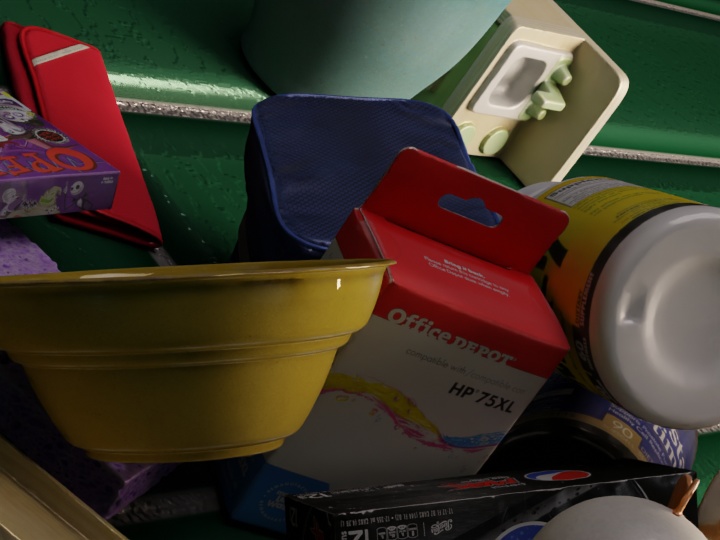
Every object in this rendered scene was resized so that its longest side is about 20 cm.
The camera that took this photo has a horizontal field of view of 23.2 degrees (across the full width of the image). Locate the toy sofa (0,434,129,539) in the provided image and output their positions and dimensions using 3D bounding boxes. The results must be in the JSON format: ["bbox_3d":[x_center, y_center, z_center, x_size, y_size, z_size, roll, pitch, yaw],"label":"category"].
[{"bbox_3d":[-0.149,0.119,0.722,0.200,0.098,0.083,38,1,5],"label":"toy sofa"}]

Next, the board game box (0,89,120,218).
[{"bbox_3d":[-0.237,-0.060,0.906,0.120,0.032,0.199,37,28,31],"label":"board game box"}]

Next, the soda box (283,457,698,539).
[{"bbox_3d":[0.067,0.135,0.859,0.198,0.064,0.071,-4,2,-22],"label":"soda box"}]

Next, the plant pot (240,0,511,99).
[{"bbox_3d":[0.007,-0.217,1.345,0.199,0.188,0.201,28,27,-16],"label":"plant pot"}]

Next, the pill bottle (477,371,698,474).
[{"bbox_3d":[0.139,0.109,1.038,0.112,0.112,0.200,38,26,5],"label":"pill bottle"}]

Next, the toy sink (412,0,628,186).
[{"bbox_3d":[0.100,-0.173,1.454,0.112,0.131,0.200,1,43,-50],"label":"toy sink"}]

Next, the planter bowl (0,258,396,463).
[{"bbox_3d":[-0.081,0.040,0.789,0.198,0.084,0.200,-3,2,0],"label":"planter bowl"}]

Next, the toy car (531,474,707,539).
[{"bbox_3d":[0.092,0.170,0.737,0.184,0.178,0.200,33,52,16],"label":"toy car"}]

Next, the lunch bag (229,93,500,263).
[{"bbox_3d":[0.000,0.000,1.026,0.135,0.133,0.201,2,34,-12],"label":"lunch bag"}]

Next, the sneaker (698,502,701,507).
[{"bbox_3d":[0.287,0.222,1.076,0.112,0.071,0.201,5,47,-41],"label":"sneaker"}]

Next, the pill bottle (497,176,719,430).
[{"bbox_3d":[0.141,0.010,0.961,0.114,0.115,0.200,26,1,-19],"label":"pill bottle"}]

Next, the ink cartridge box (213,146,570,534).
[{"bbox_3d":[0.022,0.048,0.892,0.116,0.201,0.067,20,27,-29],"label":"ink cartridge box"}]

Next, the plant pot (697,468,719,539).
[{"bbox_3d":[0.261,0.165,0.929,0.201,0.200,0.183,53,8,33],"label":"plant pot"}]

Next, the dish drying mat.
[{"bbox_3d":[-0.177,-0.090,1.097,0.076,0.018,0.201,18,30,-34],"label":"dish drying mat"}]

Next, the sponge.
[{"bbox_3d":[-0.169,0.034,0.880,0.200,0.030,0.111,40,25,10],"label":"sponge"}]
